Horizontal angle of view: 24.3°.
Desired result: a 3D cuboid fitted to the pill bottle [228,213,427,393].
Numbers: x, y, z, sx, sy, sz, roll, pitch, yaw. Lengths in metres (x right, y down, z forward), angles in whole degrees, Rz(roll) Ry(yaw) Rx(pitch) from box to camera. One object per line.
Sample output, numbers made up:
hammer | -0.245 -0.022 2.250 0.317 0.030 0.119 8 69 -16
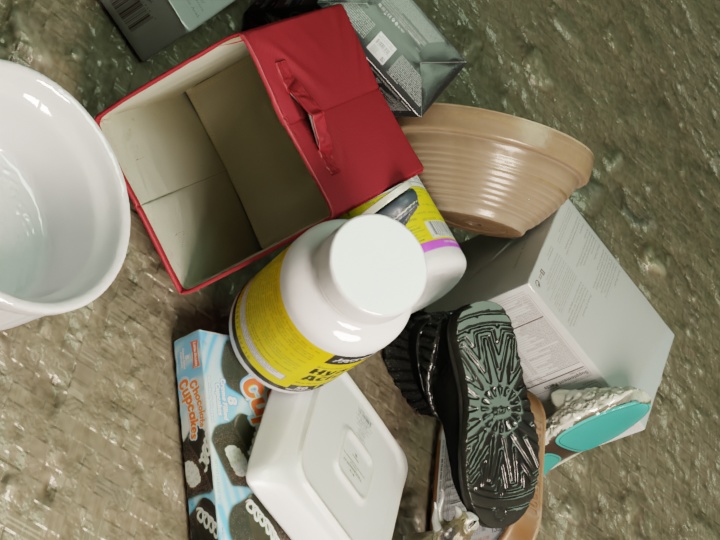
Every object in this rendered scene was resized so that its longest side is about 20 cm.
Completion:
pill bottle | -0.025 0.024 1.337 0.111 0.200 0.112 7 70 -21

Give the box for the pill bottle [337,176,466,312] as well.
pill bottle | 0.011 -0.061 1.571 0.104 0.104 0.200 -4 58 -49

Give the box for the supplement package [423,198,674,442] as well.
supplement package | 0.188 0.064 1.686 0.200 0.151 0.152 50 40 -18

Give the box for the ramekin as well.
ramekin | -0.280 -0.049 1.255 0.200 0.098 0.201 25 54 -40

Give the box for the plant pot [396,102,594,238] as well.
plant pot | 0.118 -0.089 1.619 0.201 0.201 0.093 21 81 -41

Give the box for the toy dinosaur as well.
toy dinosaur | 0.048 0.302 1.473 0.102 0.077 0.200 37 80 -5

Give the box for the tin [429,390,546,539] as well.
tin | 0.119 0.193 1.571 0.042 0.112 0.200 38 45 -38

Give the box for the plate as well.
plate | -0.016 0.171 1.450 0.200 0.032 0.200 55 31 -29

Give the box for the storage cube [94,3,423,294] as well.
storage cube | -0.085 -0.108 1.435 0.180 0.200 0.171 -31 94 -58

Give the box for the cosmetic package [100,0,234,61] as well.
cosmetic package | -0.155 -0.282 1.538 0.102 0.074 0.200 56 41 -13

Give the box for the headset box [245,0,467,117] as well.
headset box | -0.012 -0.222 1.591 0.149 0.200 0.075 46 76 -21

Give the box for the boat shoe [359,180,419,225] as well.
boat shoe | 0.000 0.000 1.464 0.062 0.200 0.075 50 37 12

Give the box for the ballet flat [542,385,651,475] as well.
ballet flat | 0.183 0.154 1.607 0.072 0.200 0.072 45 22 -24

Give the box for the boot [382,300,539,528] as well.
boot | 0.090 0.134 1.545 0.079 0.158 0.212 1 80 -26

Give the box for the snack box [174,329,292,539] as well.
snack box | -0.095 0.156 1.407 0.116 0.037 0.200 14 61 -46
